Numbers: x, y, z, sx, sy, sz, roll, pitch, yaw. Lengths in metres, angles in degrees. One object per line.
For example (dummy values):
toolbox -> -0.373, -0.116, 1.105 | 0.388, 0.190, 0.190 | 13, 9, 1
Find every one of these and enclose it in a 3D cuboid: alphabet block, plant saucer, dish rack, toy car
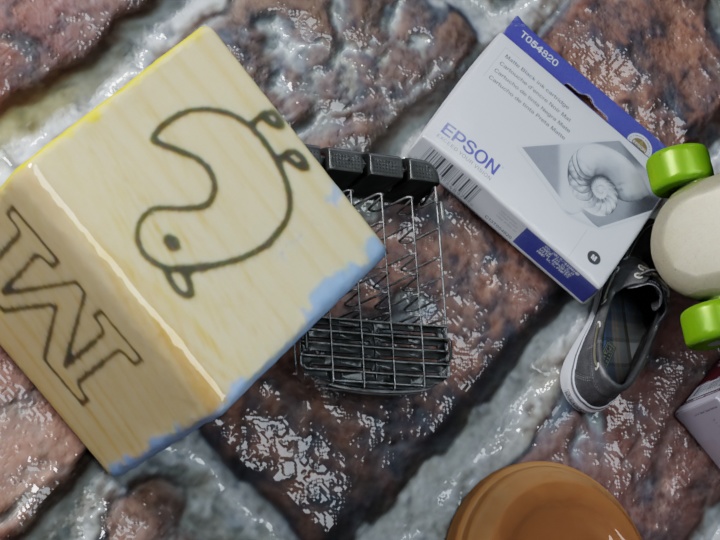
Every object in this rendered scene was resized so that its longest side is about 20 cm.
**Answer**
alphabet block -> -0.138, -0.009, 1.266 | 0.200, 0.196, 0.195 | 50, 53, -5
plant saucer -> 0.156, 0.245, 1.444 | 0.199, 0.037, 0.202 | 12, 66, -27
dish rack -> 0.000, 0.000, 1.434 | 0.152, 0.054, 0.202 | 5, 71, -28
toy car -> 0.349, -0.022, 1.562 | 0.199, 0.157, 0.166 | 14, 61, -56

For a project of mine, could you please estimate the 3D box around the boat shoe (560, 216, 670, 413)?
boat shoe -> 0.228, 0.029, 1.551 | 0.070, 0.066, 0.201 | 40, 57, -12

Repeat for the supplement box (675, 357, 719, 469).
supplement box -> 0.372, 0.098, 1.616 | 0.109, 0.061, 0.200 | 50, 55, -5

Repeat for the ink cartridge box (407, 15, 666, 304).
ink cartridge box -> 0.166, -0.105, 1.566 | 0.199, 0.041, 0.200 | 39, 55, -3
